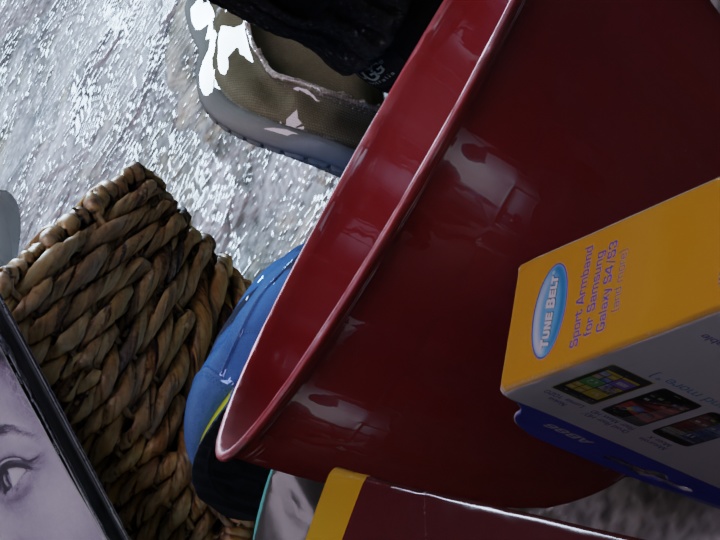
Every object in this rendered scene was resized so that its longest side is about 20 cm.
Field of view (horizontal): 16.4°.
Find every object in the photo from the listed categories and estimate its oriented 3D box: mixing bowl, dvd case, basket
[{"bbox_3d":[0.052,-0.008,0.710,0.201,0.108,0.200,-59,6,10],"label":"mixing bowl"},{"bbox_3d":[-0.134,0.124,0.938,0.149,0.016,0.200,-38,77,42],"label":"dvd case"},{"bbox_3d":[-0.114,0.071,1.034,0.200,0.149,0.143,-42,2,40],"label":"basket"}]

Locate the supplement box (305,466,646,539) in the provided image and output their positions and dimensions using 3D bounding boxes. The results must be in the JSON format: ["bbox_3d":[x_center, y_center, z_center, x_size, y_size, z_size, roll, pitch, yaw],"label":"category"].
[{"bbox_3d":[0.059,0.166,0.558,0.200,0.132,0.198,4,72,62],"label":"supplement box"}]

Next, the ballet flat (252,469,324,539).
[{"bbox_3d":[-0.007,0.136,0.791,0.068,0.068,0.201,21,98,54],"label":"ballet flat"}]

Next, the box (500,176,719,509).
[{"bbox_3d":[0.125,0.015,0.576,0.200,0.119,0.042,-22,50,53],"label":"box"}]

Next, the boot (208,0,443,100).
[{"bbox_3d":[0.006,-0.168,0.895,0.079,0.158,0.212,-18,48,53],"label":"boot"}]

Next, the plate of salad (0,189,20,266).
[{"bbox_3d":[-0.221,0.047,1.171,0.200,0.048,0.200,-60,-10,-17],"label":"plate of salad"}]

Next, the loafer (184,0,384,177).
[{"bbox_3d":[-0.024,-0.095,0.989,0.070,0.075,0.200,-62,26,17],"label":"loafer"}]

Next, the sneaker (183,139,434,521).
[{"bbox_3d":[0.000,0.000,0.879,0.200,0.066,0.079,-50,27,30],"label":"sneaker"}]
